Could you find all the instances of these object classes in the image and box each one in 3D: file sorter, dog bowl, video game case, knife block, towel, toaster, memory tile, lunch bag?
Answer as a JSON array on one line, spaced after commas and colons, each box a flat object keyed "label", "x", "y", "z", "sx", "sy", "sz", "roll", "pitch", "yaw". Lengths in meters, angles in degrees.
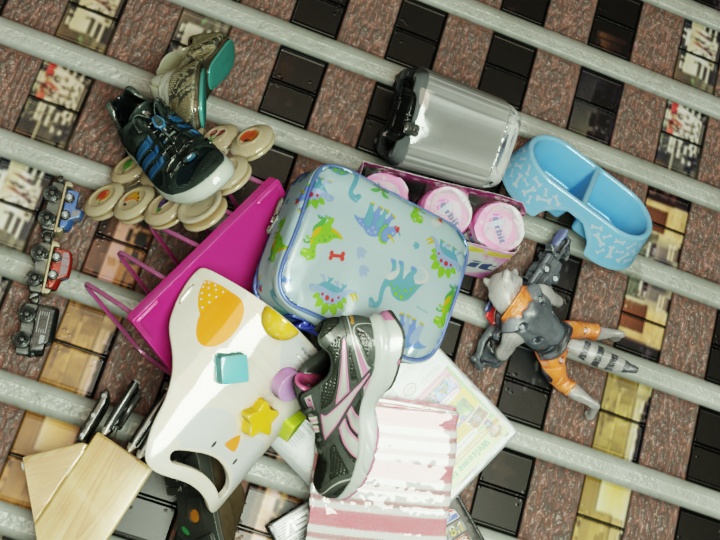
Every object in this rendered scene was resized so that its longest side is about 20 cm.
[{"label": "file sorter", "x": -0.163, "y": 0.004, "z": 1.021, "sx": 0.125, "sy": 0.139, "sz": 0.200, "roll": 25, "pitch": 64, "yaw": 41}, {"label": "dog bowl", "x": 0.262, "y": -0.087, "z": 1.170, "sx": 0.199, "sy": 0.050, "sz": 0.112, "roll": 36, "pitch": 43, "yaw": -1}, {"label": "video game case", "x": 0.035, "y": 0.175, "z": 1.033, "sx": 0.200, "sy": 0.022, "sz": 0.182, "roll": -44, "pitch": 88, "yaw": -7}, {"label": "knife block", "x": -0.247, "y": 0.219, "z": 1.002, "sx": 0.174, "sy": 0.064, "sz": 0.202, "roll": -11, "pitch": 79, "yaw": -14}, {"label": "towel", "x": 0.020, "y": 0.230, "z": 1.004, "sx": 0.145, "sy": 0.030, "sz": 0.202, "roll": 7, "pitch": 86, "yaw": -3}, {"label": "toaster", "x": 0.097, "y": -0.159, "z": 1.103, "sx": 0.128, "sy": 0.200, "sz": 0.114, "roll": 16, "pitch": 98, "yaw": -9}, {"label": "memory tile", "x": -0.194, "y": -0.104, "z": 1.035, "sx": 0.154, "sy": 0.199, "sz": 0.017, "roll": -59, "pitch": 138, "yaw": -30}, {"label": "lunch bag", "x": 0.000, "y": 0.000, "z": 0.973, "sx": 0.199, "sy": 0.082, "sz": 0.162, "roll": 25, "pitch": 74, "yaw": -24}]

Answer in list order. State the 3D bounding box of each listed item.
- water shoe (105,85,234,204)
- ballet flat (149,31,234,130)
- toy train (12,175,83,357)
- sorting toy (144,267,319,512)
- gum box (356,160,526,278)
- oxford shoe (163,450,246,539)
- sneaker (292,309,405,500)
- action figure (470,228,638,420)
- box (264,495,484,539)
[{"label": "water shoe", "x": -0.203, "y": -0.129, "z": 0.991, "sx": 0.071, "sy": 0.200, "sz": 0.079, "roll": -44, "pitch": 131, "yaw": -15}, {"label": "ballet flat", "x": -0.191, "y": -0.209, "z": 1.081, "sx": 0.075, "sy": 0.068, "sz": 0.201, "roll": 5, "pitch": 35, "yaw": 2}, {"label": "toy train", "x": -0.333, "y": -0.005, "z": 1.054, "sx": 0.045, "sy": 0.034, "sz": 0.202, "roll": 10, "pitch": 75, "yaw": -13}, {"label": "sorting toy", "x": -0.121, "y": 0.134, "z": 0.942, "sx": 0.106, "sy": 0.200, "sz": 0.181, "roll": 19, "pitch": 68, "yaw": 39}, {"label": "gum box", "x": 0.080, "y": -0.053, "z": 1.113, "sx": 0.198, "sy": 0.114, "sz": 0.067, "roll": 13, "pitch": 74, "yaw": -9}, {"label": "oxford shoe", "x": -0.147, "y": 0.261, "z": 1.010, "sx": 0.084, "sy": 0.072, "sz": 0.202, "roll": -9, "pitch": 99, "yaw": -56}, {"label": "sneaker", "x": -0.026, "y": 0.122, "z": 0.924, "sx": 0.086, "sy": 0.080, "sz": 0.201, "roll": 7, "pitch": 112, "yaw": -16}, {"label": "action figure", "x": 0.228, "y": 0.049, "z": 1.127, "sx": 0.193, "sy": 0.105, "sz": 0.201, "roll": 32, "pitch": 79, "yaw": -17}, {"label": "box", "x": 0.021, "y": 0.293, "z": 1.054, "sx": 0.199, "sy": 0.044, "sz": 0.161, "roll": -27, "pitch": 84, "yaw": -17}]
